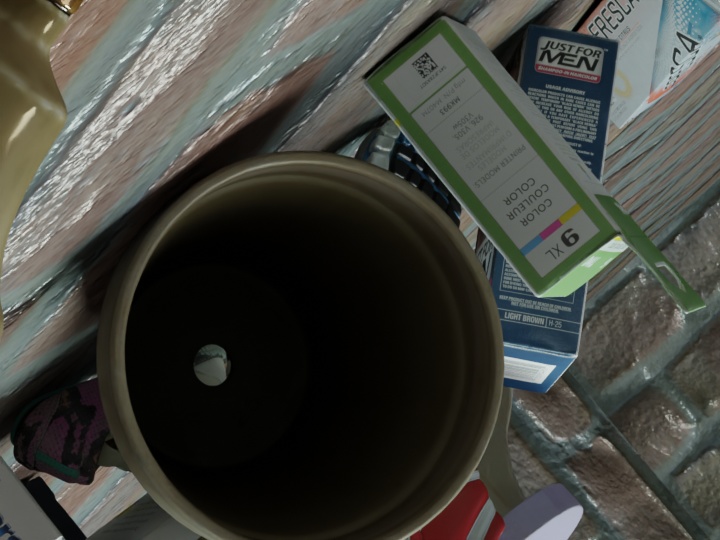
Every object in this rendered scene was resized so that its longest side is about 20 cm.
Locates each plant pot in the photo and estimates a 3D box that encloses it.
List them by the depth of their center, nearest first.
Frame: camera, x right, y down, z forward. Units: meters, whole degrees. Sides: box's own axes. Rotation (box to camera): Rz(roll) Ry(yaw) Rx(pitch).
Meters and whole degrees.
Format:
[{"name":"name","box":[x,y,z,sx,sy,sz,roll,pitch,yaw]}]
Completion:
[{"name":"plant pot","box":[-0.053,0.046,1.432,0.200,0.200,0.174,-38,-170,-19]}]

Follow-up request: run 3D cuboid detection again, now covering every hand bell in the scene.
[{"name":"hand bell","box":[-0.084,-0.088,0.807,0.200,0.104,0.104,-52,173,-1]}]

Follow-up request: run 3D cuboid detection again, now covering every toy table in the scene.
[{"name":"toy table","box":[0.055,0.150,1.767,0.184,0.117,0.200,-37,165,-22]}]

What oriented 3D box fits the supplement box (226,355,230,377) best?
[{"name":"supplement box","box":[-0.039,0.061,1.764,0.200,0.074,0.126,-38,-155,-18]}]

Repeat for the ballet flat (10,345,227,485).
[{"name":"ballet flat","box":[-0.121,0.080,1.637,0.200,0.071,0.069,-31,152,-55]}]

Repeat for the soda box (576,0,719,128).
[{"name":"soda box","box":[0.197,-0.166,1.791,0.064,0.068,0.200,-37,174,-24]}]

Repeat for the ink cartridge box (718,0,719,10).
[{"name":"ink cartridge box","box":[0.295,-0.201,1.586,0.200,0.084,0.145,-63,153,-4]}]

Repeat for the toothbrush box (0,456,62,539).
[{"name":"toothbrush box","box":[-0.260,0.181,1.489,0.200,0.086,0.146,-37,174,-14]}]

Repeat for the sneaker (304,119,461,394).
[{"name":"sneaker","box":[0.000,0.000,1.582,0.087,0.075,0.200,-30,-146,36]}]

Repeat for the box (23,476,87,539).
[{"name":"box","box":[-0.244,0.255,1.797,0.200,0.148,0.107,-42,173,18]}]

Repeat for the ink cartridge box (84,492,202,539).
[{"name":"ink cartridge box","box":[-0.082,0.183,1.597,0.200,0.125,0.129,-37,-173,-20]}]

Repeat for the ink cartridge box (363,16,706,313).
[{"name":"ink cartridge box","box":[0.093,-0.038,1.495,0.059,0.200,0.104,-41,173,8]}]

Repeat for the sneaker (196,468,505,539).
[{"name":"sneaker","box":[-0.010,0.157,1.520,0.200,0.113,0.071,-33,-176,-22]}]

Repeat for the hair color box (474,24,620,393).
[{"name":"hair color box","box":[0.107,-0.036,1.711,0.100,0.060,0.200,117,-17,-73]}]
